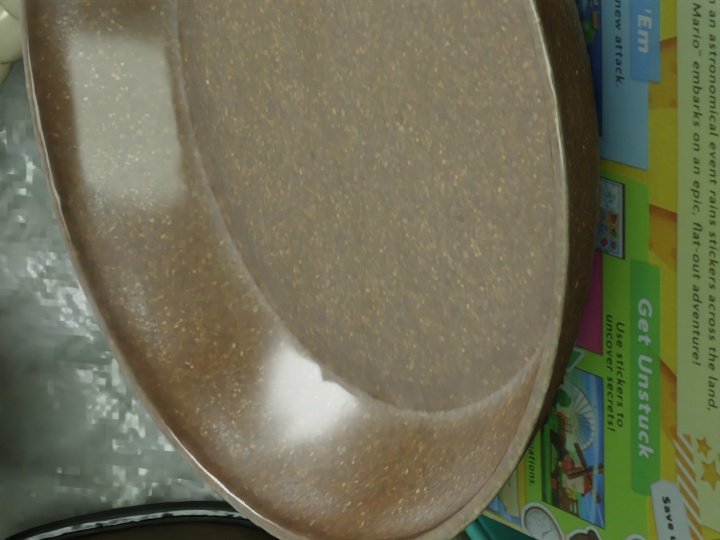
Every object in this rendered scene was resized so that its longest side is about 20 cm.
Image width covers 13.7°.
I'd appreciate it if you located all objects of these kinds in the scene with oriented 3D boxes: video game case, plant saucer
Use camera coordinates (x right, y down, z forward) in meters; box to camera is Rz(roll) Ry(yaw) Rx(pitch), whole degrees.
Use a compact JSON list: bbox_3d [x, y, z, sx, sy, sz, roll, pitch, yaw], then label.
[{"bbox_3d":[0.041,-0.037,0.634,0.182,0.023,0.200,21,120,50],"label":"video game case"},{"bbox_3d":[-0.008,-0.037,0.652,0.200,0.037,0.201,25,122,49],"label":"plant saucer"}]

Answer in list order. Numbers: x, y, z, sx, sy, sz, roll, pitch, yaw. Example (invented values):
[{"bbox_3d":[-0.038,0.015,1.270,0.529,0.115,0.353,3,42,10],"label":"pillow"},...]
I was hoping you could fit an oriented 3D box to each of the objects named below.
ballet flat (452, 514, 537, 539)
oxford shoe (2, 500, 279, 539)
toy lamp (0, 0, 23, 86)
[{"bbox_3d":[0.000,0.000,0.790,0.074,0.074,0.200,-19,95,20],"label":"ballet flat"},{"bbox_3d":[-0.026,0.110,0.806,0.200,0.084,0.073,7,106,17],"label":"oxford shoe"},{"bbox_3d":[-0.075,-0.083,0.757,0.058,0.058,0.200,50,130,1],"label":"toy lamp"}]
